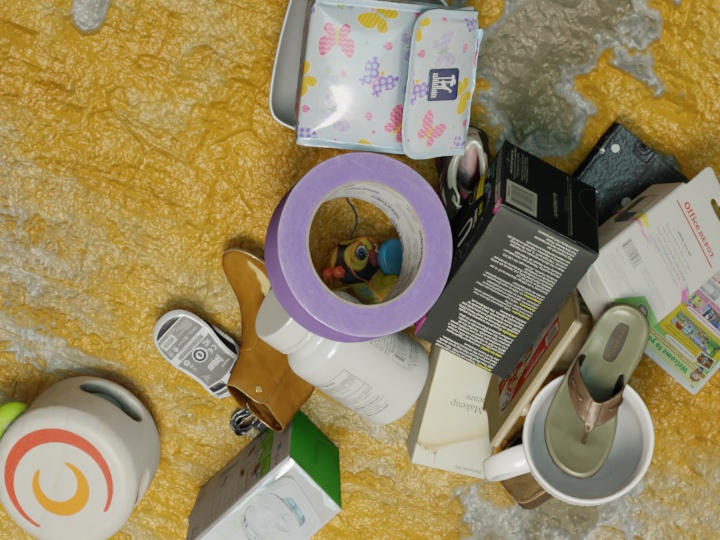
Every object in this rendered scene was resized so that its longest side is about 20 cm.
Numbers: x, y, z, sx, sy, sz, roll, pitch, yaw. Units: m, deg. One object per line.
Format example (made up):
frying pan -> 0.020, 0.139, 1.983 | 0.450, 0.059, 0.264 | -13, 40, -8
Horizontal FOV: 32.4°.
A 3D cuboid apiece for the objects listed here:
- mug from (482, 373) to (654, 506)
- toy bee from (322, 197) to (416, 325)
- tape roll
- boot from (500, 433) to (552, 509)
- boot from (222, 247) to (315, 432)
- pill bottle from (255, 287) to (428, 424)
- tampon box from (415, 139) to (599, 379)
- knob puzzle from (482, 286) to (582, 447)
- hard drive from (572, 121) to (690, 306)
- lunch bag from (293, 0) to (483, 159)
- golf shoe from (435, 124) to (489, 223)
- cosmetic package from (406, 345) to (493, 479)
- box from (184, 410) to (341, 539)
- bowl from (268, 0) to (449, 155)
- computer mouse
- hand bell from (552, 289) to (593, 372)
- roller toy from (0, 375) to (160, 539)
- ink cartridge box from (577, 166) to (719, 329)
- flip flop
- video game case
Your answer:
mug -> 0.240, 0.209, 1.459 | 0.198, 0.175, 0.149 | -17, 76, 4
toy bee -> 0.000, 0.000, 1.503 | 0.200, 0.109, 0.131 | 48, 141, -2
tape roll -> -0.003, -0.024, 1.369 | 0.197, 0.085, 0.203 | 2, 81, -14
boot -> 0.260, 0.217, 1.568 | 0.199, 0.074, 0.076 | -40, 114, 8
boot -> -0.126, 0.085, 1.499 | 0.202, 0.144, 0.070 | 50, 139, -15
pill bottle -> -0.023, 0.090, 1.471 | 0.199, 0.114, 0.115 | 35, 99, -29
tampon box -> 0.164, -0.012, 1.408 | 0.125, 0.151, 0.201 | 26, 123, -10
knob puzzle -> 0.202, 0.089, 1.416 | 0.030, 0.220, 0.221 | 27, 100, -7
hard drive -> 0.307, -0.063, 1.535 | 0.139, 0.038, 0.201 | 36, 98, -8
lunch bag -> 0.032, -0.219, 1.377 | 0.197, 0.127, 0.172 | 6, 106, -8
golf shoe -> 0.119, -0.075, 1.503 | 0.076, 0.088, 0.203 | 1, 103, -3
cosmetic package -> 0.131, 0.148, 1.556 | 0.102, 0.073, 0.202 | 12, 100, -5
box -> -0.118, 0.278, 1.510 | 0.176, 0.200, 0.097 | -43, 100, 6
bowl -> 0.001, -0.250, 1.469 | 0.198, 0.075, 0.202 | 14, 101, -4
computer mouse -> -0.174, 0.118, 1.557 | 0.110, 0.044, 0.200 | -43, 105, 11
hand bell -> 0.251, 0.018, 1.485 | 0.103, 0.104, 0.203 | 1, 90, -2
roller toy -> -0.343, 0.233, 1.524 | 0.180, 0.140, 0.202 | -13, 104, 12
ink cartridge box -> 0.347, -0.023, 1.449 | 0.199, 0.067, 0.118 | -36, 104, -18
flip flop -> 0.260, 0.128, 1.352 | 0.080, 0.058, 0.202 | 25, 83, 12
video game case -> 0.403, 0.026, 1.531 | 0.199, 0.022, 0.182 | 39, 98, -13
